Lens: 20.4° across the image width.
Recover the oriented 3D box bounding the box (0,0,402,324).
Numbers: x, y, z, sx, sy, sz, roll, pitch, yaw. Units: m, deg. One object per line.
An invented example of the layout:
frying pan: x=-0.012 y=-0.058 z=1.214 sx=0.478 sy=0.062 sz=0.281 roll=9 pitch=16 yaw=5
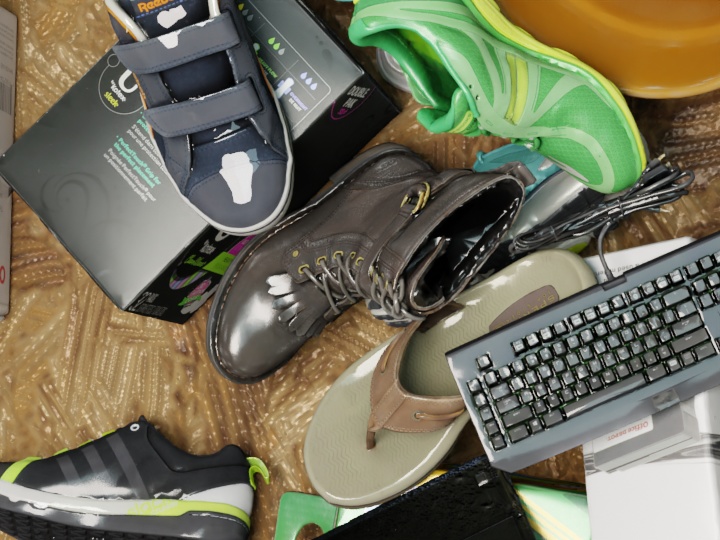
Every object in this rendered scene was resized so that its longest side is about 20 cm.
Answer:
box: x=-0.094 y=-0.082 z=1.214 sx=0.200 sy=0.149 sz=0.124 roll=-44 pitch=80 yaw=3

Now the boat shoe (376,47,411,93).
boat shoe: x=0.105 y=-0.143 z=1.228 sx=0.198 sy=0.069 sz=0.072 roll=-1 pitch=87 yaw=9

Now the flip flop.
flip flop: x=0.045 y=0.056 z=1.112 sx=0.199 sy=0.058 sz=0.081 roll=-36 pitch=67 yaw=13

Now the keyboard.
keyboard: x=0.140 y=0.015 z=1.074 sx=0.199 sy=0.021 sz=0.128 roll=-24 pitch=75 yaw=2

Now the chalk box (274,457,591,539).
chalk box: x=0.042 y=0.177 z=1.191 sx=0.198 sy=0.124 sz=0.126 roll=7 pitch=87 yaw=9

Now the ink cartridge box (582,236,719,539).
ink cartridge box: x=0.192 y=0.096 z=1.141 sx=0.084 sy=0.144 sz=0.202 roll=-12 pitch=75 yaw=32

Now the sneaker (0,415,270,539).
sneaker: x=-0.155 y=0.133 z=1.264 sx=0.198 sy=0.072 sz=0.083 roll=8 pitch=64 yaw=8

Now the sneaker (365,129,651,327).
sneaker: x=0.088 y=-0.032 z=1.234 sx=0.199 sy=0.078 sz=0.080 roll=-33 pitch=55 yaw=9

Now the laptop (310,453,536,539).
laptop: x=0.047 y=0.238 z=1.120 sx=0.176 sy=0.103 sz=0.201 roll=-27 pitch=57 yaw=6

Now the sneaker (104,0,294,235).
sneaker: x=-0.095 y=-0.117 z=1.102 sx=0.078 sy=0.079 sz=0.202 roll=-20 pitch=84 yaw=6

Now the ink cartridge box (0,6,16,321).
ink cartridge box: x=-0.273 y=-0.071 z=1.241 sx=0.084 sy=0.146 sz=0.202 roll=-1 pitch=86 yaw=7

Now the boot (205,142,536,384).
boot: x=0.000 y=0.000 z=1.155 sx=0.069 sy=0.174 sz=0.200 roll=43 pitch=86 yaw=-21

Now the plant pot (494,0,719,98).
plant pot: x=0.184 y=-0.232 z=1.149 sx=0.199 sy=0.184 sz=0.201 roll=16 pitch=132 yaw=19

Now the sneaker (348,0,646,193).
sneaker: x=0.073 y=-0.100 z=1.132 sx=0.199 sy=0.074 sz=0.084 roll=36 pitch=65 yaw=-11
